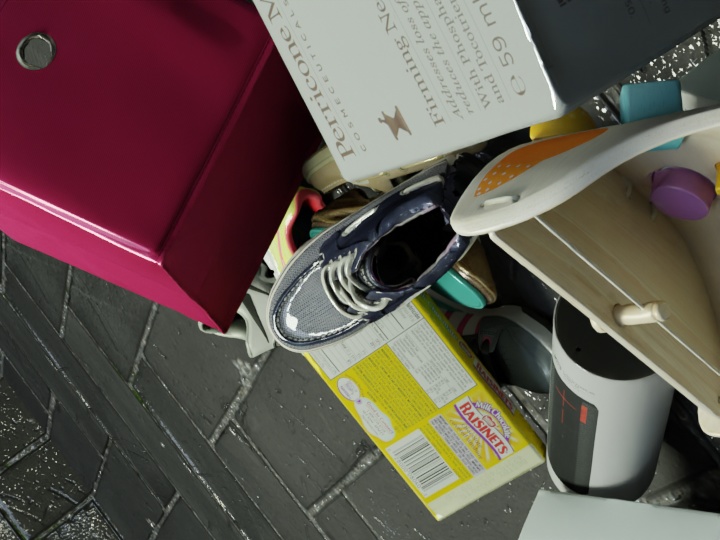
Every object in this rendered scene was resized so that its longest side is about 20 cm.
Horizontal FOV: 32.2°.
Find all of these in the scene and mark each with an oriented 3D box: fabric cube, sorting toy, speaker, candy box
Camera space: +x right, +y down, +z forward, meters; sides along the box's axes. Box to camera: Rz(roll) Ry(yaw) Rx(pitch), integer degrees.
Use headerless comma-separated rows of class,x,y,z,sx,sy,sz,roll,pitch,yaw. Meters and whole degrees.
fabric cube,-0.163,-0.098,0.925,0.198,0.198,0.200,24,167,13
sorting toy,0.177,-0.025,0.549,0.199,0.108,0.179,36,148,-29
speaker,0.162,0.080,0.807,0.081,0.081,0.201,40,160,26
candy box,0.037,0.081,0.904,0.102,0.026,0.201,-34,100,23

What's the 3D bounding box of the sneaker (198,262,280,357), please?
sneaker,-0.146,0.016,1.282,0.200,0.088,0.075,37,151,35

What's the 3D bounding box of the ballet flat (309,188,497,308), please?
ballet flat,0.041,-0.029,0.922,0.199,0.072,0.068,16,151,53

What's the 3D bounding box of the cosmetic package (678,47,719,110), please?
cosmetic package,0.240,-0.002,0.643,0.150,0.051,0.201,30,145,45

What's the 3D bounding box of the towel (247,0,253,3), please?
towel,-0.114,-0.184,0.995,0.152,0.024,0.199,38,161,-26

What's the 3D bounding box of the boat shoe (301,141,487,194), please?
boat shoe,0.022,-0.082,0.897,0.065,0.072,0.200,58,149,-5

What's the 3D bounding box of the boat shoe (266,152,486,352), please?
boat shoe,0.000,0.000,0.814,0.200,0.093,0.075,-40,93,26

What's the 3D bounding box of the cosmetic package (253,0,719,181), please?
cosmetic package,0.061,-0.164,0.609,0.169,0.166,0.199,62,154,-9

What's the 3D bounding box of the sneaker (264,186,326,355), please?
sneaker,-0.027,0.014,1.087,0.201,0.078,0.090,59,152,-9

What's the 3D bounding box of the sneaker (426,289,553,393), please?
sneaker,0.062,0.073,0.953,0.199,0.120,0.084,17,137,51

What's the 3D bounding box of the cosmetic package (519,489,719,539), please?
cosmetic package,0.220,0.229,0.847,0.150,0.052,0.200,-4,138,45
